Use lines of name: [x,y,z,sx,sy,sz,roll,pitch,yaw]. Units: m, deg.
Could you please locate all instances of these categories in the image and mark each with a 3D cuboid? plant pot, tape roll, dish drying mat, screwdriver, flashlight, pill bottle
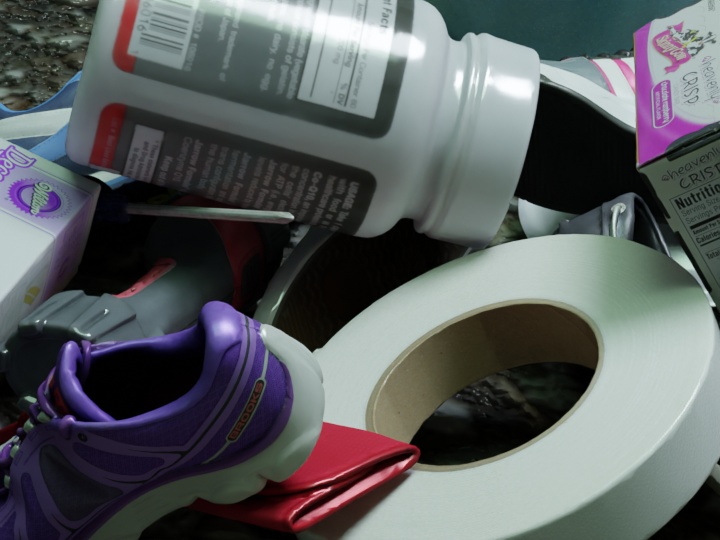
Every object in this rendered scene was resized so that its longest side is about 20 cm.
plant pot: [0.112,-0.149,1.302,0.199,0.136,0.200,1,27,0]
tape roll: [0.058,0.060,0.966,0.202,0.037,0.203,-18,33,12]
dish drying mat: [-0.071,0.073,0.971,0.077,0.018,0.199,-25,22,-39]
screwdriver: [-0.098,-0.028,1.042,0.029,0.028,0.199,7,-1,-37]
flashlight: [-0.099,0.012,1.053,0.068,0.068,0.200,51,30,0]
pill bottle: [-0.027,-0.080,1.048,0.199,0.114,0.114,15,29,-7]

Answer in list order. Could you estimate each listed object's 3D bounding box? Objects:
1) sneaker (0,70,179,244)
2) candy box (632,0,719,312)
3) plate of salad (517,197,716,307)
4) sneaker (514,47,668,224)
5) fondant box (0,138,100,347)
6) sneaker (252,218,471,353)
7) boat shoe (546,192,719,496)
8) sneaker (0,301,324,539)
sneaker: [-0.105,-0.073,1.160,0.199,0.074,0.083,-15,68,-1]
candy box: [0.190,-0.010,1.012,0.061,0.201,0.137,-24,24,19]
plate of salad: [0.181,-0.031,1.190,0.199,0.048,0.201,-4,34,3]
sneaker: [0.139,-0.090,1.150,0.199,0.084,0.121,14,38,1]
fondant box: [-0.235,-0.026,1.014,0.199,0.058,0.144,26,35,5]
sneaker: [0.000,0.000,1.134,0.084,0.073,0.200,-18,19,47]
boat shoe: [0.141,0.030,1.040,0.063,0.073,0.200,-38,38,6]
sneaker: [-0.111,0.064,0.908,0.199,0.083,0.081,-29,41,21]
